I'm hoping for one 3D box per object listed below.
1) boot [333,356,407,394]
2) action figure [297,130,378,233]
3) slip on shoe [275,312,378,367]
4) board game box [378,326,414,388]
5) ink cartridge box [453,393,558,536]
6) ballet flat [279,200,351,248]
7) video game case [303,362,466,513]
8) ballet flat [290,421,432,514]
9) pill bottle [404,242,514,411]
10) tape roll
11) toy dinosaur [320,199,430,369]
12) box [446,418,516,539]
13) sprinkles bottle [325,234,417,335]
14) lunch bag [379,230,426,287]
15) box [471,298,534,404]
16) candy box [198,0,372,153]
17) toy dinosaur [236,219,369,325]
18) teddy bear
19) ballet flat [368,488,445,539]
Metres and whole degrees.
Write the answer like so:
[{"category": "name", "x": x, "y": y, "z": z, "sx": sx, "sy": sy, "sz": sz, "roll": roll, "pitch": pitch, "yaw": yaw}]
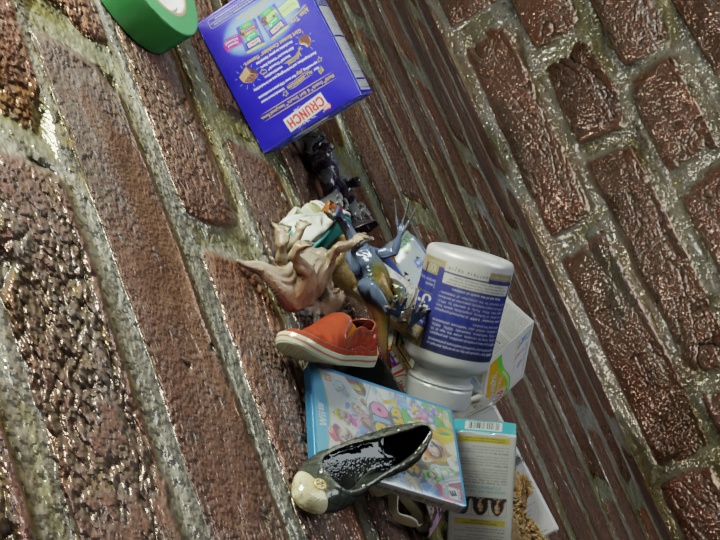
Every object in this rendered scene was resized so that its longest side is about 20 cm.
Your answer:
[{"category": "boot", "x": 0.046, "y": 0.188, "z": 1.639, "sx": 0.200, "sy": 0.069, "sz": 0.174, "roll": 48, "pitch": -2, "yaw": 12}, {"category": "action figure", "x": -0.040, "y": -0.136, "z": 1.881, "sx": 0.130, "sy": 0.069, "sz": 0.202, "roll": 38, "pitch": 26, "yaw": -46}, {"category": "slip on shoe", "x": -0.037, "y": 0.078, "z": 1.484, "sx": 0.199, "sy": 0.073, "sz": 0.062, "roll": 10, "pitch": 88, "yaw": -61}, {"category": "board game box", "x": 0.071, "y": 0.137, "z": 1.821, "sx": 0.153, "sy": 0.046, "sz": 0.200, "roll": 59, "pitch": 16, "yaw": -15}, {"category": "ink cartridge box", "x": 0.192, "y": 0.289, "z": 1.830, "sx": 0.202, "sy": 0.084, "sz": 0.146, "roll": 64, "pitch": -3, "yaw": -1}, {"category": "ballet flat", "x": -0.062, "y": -0.064, "z": 1.712, "sx": 0.070, "sy": 0.069, "sz": 0.200, "roll": 62, "pitch": 16, "yaw": -2}, {"category": "video game case", "x": 0.028, "y": 0.191, "z": 1.457, "sx": 0.198, "sy": 0.018, "sz": 0.144, "roll": 20, "pitch": 40, "yaw": -23}, {"category": "ballet flat", "x": 0.000, "y": 0.203, "z": 1.358, "sx": 0.199, "sy": 0.057, "sz": 0.067, "roll": -21, "pitch": 69, "yaw": -46}, {"category": "pill bottle", "x": 0.122, "y": 0.074, "z": 1.667, "sx": 0.120, "sy": 0.118, "sz": 0.203, "roll": -10, "pitch": 114, "yaw": -74}, {"category": "tape roll", "x": -0.272, "y": -0.362, "z": 1.541, "sx": 0.201, "sy": 0.048, "sz": 0.201, "roll": 55, "pitch": 16, "yaw": -25}, {"category": "toy dinosaur", "x": 0.000, "y": 0.000, "z": 1.633, "sx": 0.104, "sy": 0.202, "sz": 0.181, "roll": 6, "pitch": 27, "yaw": -49}, {"category": "box", "x": 0.150, "y": 0.291, "z": 1.590, "sx": 0.049, "sy": 0.081, "sz": 0.203, "roll": -55, "pitch": 148, "yaw": -76}, {"category": "sprinkles bottle", "x": 0.035, "y": 0.032, "z": 1.734, "sx": 0.199, "sy": 0.068, "sz": 0.069, "roll": 36, "pitch": 24, "yaw": -19}, {"category": "lunch bag", "x": 0.093, "y": 0.017, "z": 1.981, "sx": 0.161, "sy": 0.075, "sz": 0.200, "roll": 54, "pitch": 1, "yaw": 11}, {"category": "box", "x": 0.182, "y": 0.118, "z": 1.920, "sx": 0.112, "sy": 0.101, "sz": 0.201, "roll": 43, "pitch": -20, "yaw": 21}, {"category": "candy box", "x": -0.102, "y": -0.288, "z": 1.740, "sx": 0.202, "sy": 0.168, "sz": 0.077, "roll": 63, "pitch": 19, "yaw": -1}, {"category": "toy dinosaur", "x": -0.068, "y": 0.017, "z": 1.534, "sx": 0.199, "sy": 0.085, "sz": 0.137, "roll": -12, "pitch": 118, "yaw": -54}, {"category": "teddy bear", "x": 0.188, "y": 0.365, "z": 1.704, "sx": 0.067, "sy": 0.143, "sz": 0.202, "roll": 118, "pitch": -44, "yaw": -65}, {"category": "ballet flat", "x": 0.041, "y": 0.253, "z": 1.522, "sx": 0.201, "sy": 0.068, "sz": 0.072, "roll": 53, "pitch": 38, "yaw": -33}]
